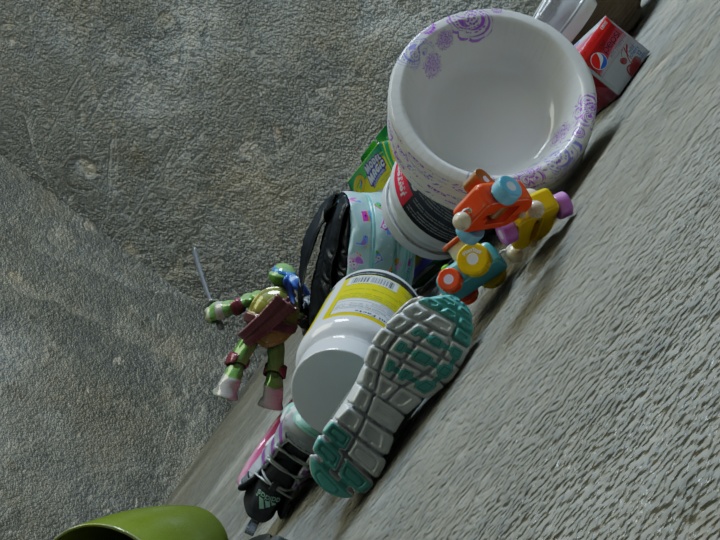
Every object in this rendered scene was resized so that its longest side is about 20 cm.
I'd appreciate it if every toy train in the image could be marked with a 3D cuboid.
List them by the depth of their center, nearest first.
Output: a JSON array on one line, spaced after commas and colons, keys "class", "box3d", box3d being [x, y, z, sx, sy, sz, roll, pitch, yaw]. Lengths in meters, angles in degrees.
[{"class": "toy train", "box3d": [0.098, -0.032, 1.070, 0.150, 0.056, 0.200, -13, -26, -36]}]

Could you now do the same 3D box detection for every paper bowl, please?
[{"class": "paper bowl", "box3d": [0.125, -0.148, 1.211, 0.201, 0.200, 0.104, -54, -13, -18]}]

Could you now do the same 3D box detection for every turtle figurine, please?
[{"class": "turtle figurine", "box3d": [-0.139, 0.084, 1.687, 0.200, 0.144, 0.195, 11, 86, 42]}]

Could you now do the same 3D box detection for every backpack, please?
[{"class": "backpack", "box3d": [0.000, 0.000, 1.529, 0.167, 0.126, 0.201, -151, 68, -66]}]

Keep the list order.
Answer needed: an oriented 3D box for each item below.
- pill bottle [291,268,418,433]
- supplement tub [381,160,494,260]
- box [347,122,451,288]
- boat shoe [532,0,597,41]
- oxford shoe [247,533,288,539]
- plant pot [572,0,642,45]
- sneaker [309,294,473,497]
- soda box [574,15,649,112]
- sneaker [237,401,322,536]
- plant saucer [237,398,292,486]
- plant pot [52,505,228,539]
[{"class": "pill bottle", "box3d": [-0.003, 0.083, 1.263, 0.114, 0.114, 0.200, -51, 4, 24]}, {"class": "supplement tub", "box3d": [0.117, -0.108, 1.374, 0.140, 0.140, 0.200, -55, 5, -34]}, {"class": "box", "box3d": [0.048, -0.084, 1.620, 0.048, 0.201, 0.117, -14, -17, -28]}, {"class": "boat shoe", "box3d": [0.188, -0.251, 1.421, 0.200, 0.068, 0.072, -51, 3, 8]}, {"class": "oxford shoe", "box3d": [-0.117, 0.290, 1.047, 0.085, 0.073, 0.200, -58, 6, -38]}, {"class": "plant pot", "box3d": [0.290, -0.317, 1.559, 0.201, 0.093, 0.201, -50, 2, 3]}, {"class": "sneaker", "box3d": [0.024, 0.104, 1.083, 0.200, 0.078, 0.091, -51, 0, -2]}, {"class": "soda box", "box3d": [0.241, -0.206, 1.374, 0.070, 0.063, 0.200, -54, 4, -17]}, {"class": "sneaker", "box3d": [-0.084, 0.223, 1.328, 0.140, 0.078, 0.200, -55, -5, -16]}, {"class": "plant saucer", "box3d": [-0.078, 0.204, 1.564, 0.201, 0.051, 0.201, -52, 4, 5]}, {"class": "plant pot", "box3d": [-0.233, 0.344, 1.390, 0.187, 0.187, 0.200, -51, -11, 20]}]
